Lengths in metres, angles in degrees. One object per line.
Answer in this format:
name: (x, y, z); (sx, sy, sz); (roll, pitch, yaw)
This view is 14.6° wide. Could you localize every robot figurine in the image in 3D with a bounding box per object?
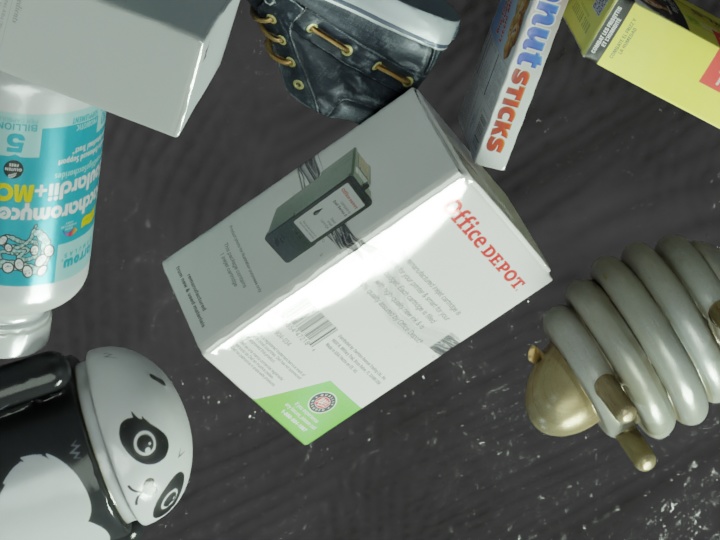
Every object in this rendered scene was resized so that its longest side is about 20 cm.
robot figurine: (-0.206, 0.126, 1.815); (0.199, 0.150, 0.126); (-19, 82, 2)

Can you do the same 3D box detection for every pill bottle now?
pill bottle: (-0.216, -0.050, 1.734); (0.110, 0.111, 0.201); (4, 117, -10)

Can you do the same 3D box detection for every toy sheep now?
toy sheep: (0.194, 0.044, 1.832); (0.199, 0.138, 0.138); (-29, 118, -5)

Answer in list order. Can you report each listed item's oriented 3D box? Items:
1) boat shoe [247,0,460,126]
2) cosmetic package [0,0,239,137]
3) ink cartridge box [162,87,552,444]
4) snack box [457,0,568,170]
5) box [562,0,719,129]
boat shoe: (-0.042, -0.156, 1.728); (0.199, 0.071, 0.091); (23, 110, -20)
cosmetic package: (-0.178, -0.162, 1.655); (0.199, 0.102, 0.072); (21, 122, 2)
ink cartridge box: (0.000, 0.000, 1.780); (0.199, 0.084, 0.146); (-34, 141, 8)
snack box: (0.107, -0.166, 1.744); (0.024, 0.072, 0.201); (14, 114, -13)
box: (0.226, -0.126, 1.782); (0.199, 0.075, 0.050); (27, 110, -19)
